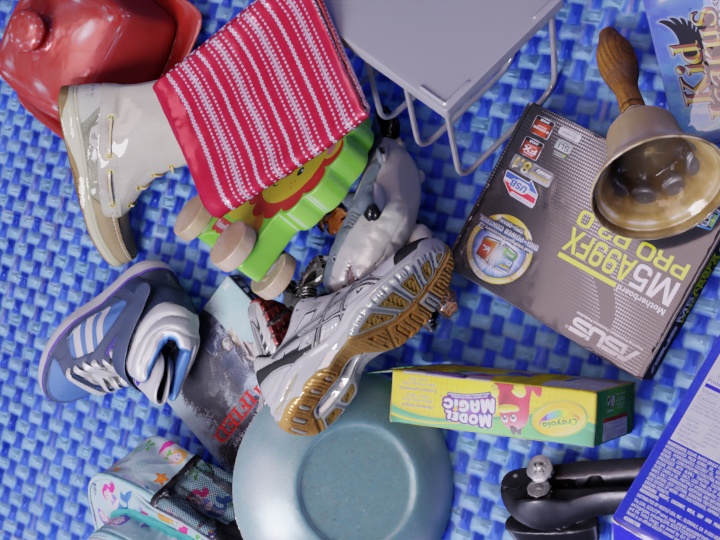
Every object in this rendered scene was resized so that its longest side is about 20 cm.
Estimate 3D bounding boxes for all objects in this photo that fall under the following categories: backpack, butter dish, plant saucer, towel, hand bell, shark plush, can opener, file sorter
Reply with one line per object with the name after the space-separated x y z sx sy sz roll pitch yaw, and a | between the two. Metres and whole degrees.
-0.166 0.256 1.039 0.200 0.150 0.178 27 135 34 | backpack
-0.298 -0.231 1.162 0.199 0.148 0.200 35 102 26 | butter dish
-0.007 0.184 0.960 0.039 0.200 0.202 155 116 -70 | plant saucer
-0.090 -0.147 0.960 0.200 0.022 0.145 -29 81 37 | towel
0.217 -0.131 0.894 0.104 0.104 0.201 -26 42 23 | hand bell
0.005 -0.076 0.992 0.083 0.091 0.201 -26 55 35 | shark plush
0.208 0.178 0.916 0.199 0.079 0.064 -15 43 22 | can opener
0.054 -0.200 0.969 0.139 0.125 0.200 -44 64 -12 | file sorter

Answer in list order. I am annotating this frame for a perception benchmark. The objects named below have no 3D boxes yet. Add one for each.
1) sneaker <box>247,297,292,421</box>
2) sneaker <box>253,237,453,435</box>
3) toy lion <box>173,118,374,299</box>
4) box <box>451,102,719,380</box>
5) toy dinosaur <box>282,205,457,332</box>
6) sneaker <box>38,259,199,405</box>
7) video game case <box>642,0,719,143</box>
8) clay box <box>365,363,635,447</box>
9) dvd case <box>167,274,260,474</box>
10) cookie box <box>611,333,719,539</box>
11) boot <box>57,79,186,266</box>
-0.071 0.121 1.027 0.082 0.078 0.201 -22 77 25 | sneaker
-0.013 0.037 0.917 0.200 0.076 0.088 -46 49 5 | sneaker
-0.072 -0.080 1.039 0.192 0.069 0.200 -55 29 -3 | toy lion
0.192 -0.026 0.942 0.200 0.044 0.161 32 99 26 | box
0.000 0.000 1.031 0.136 0.102 0.200 -50 36 0 | toy dinosaur
-0.239 0.095 1.116 0.200 0.081 0.147 -44 41 12 | sneaker
0.320 -0.216 0.891 0.181 0.045 0.201 -16 79 27 | video game case
0.114 0.107 0.932 0.199 0.115 0.048 2 90 29 | clay box
-0.105 0.123 1.099 0.200 0.022 0.146 45 106 22 | dvd case
0.254 0.134 0.786 0.075 0.171 0.200 28 69 25 | cookie box
-0.207 -0.101 1.136 0.154 0.072 0.201 -10 121 -3 | boot
